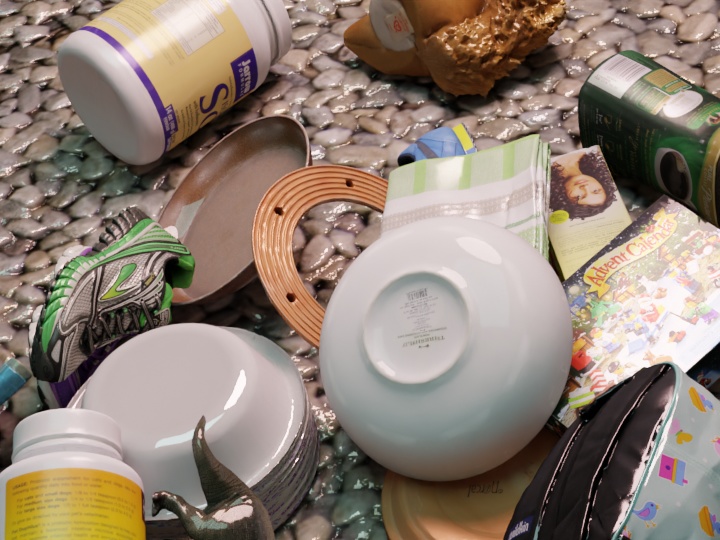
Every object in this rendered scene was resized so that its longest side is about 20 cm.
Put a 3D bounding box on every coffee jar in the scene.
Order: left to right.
[{"bbox_3d":[0.282,-0.107,1.422,0.085,0.105,0.200,-34,46,-24],"label":"coffee jar"}]

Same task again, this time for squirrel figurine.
[{"bbox_3d":[0.114,-0.265,1.648,0.186,0.142,0.200,-30,57,-33],"label":"squirrel figurine"}]

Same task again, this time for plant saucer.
[{"bbox_3d":[-0.111,-0.047,1.470,0.200,0.032,0.201,-30,38,27],"label":"plant saucer"},{"bbox_3d":[0.112,0.160,1.231,0.199,0.032,0.201,-9,41,8],"label":"plant saucer"}]

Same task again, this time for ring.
[{"bbox_3d":[0.000,0.000,1.368,0.199,0.019,0.201,16,50,-20],"label":"ring"}]

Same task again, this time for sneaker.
[{"bbox_3d":[-0.227,0.047,1.415,0.083,0.081,0.201,-3,43,10],"label":"sneaker"},{"bbox_3d":[-0.199,0.024,1.355,0.085,0.078,0.200,29,44,7],"label":"sneaker"},{"bbox_3d":[0.084,-0.053,1.452,0.078,0.066,0.201,-20,39,-2],"label":"sneaker"}]

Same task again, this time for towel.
[{"bbox_3d":[-0.332,0.143,1.286,0.200,0.022,0.147,-44,5,-12],"label":"towel"},{"bbox_3d":[0.078,-0.025,1.334,0.148,0.031,0.201,-11,45,19],"label":"towel"}]

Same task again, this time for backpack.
[{"bbox_3d":[0.182,0.168,1.082,0.153,0.176,0.201,29,52,-11],"label":"backpack"}]

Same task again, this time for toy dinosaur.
[{"bbox_3d":[-0.100,0.207,1.184,0.102,0.077,0.201,4,60,-9],"label":"toy dinosaur"}]

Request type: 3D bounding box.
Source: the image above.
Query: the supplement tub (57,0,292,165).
[{"bbox_3d":[-0.180,-0.212,1.638,0.200,0.146,0.145,-38,46,-25],"label":"supplement tub"}]

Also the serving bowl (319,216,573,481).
[{"bbox_3d":[0.053,0.049,1.226,0.199,0.066,0.201,-8,70,22],"label":"serving bowl"}]

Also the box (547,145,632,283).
[{"bbox_3d":[0.193,-0.021,1.394,0.075,0.050,0.201,-16,42,0],"label":"box"}]

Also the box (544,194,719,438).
[{"bbox_3d":[0.207,0.045,1.252,0.200,0.038,0.136,-40,47,-12],"label":"box"}]

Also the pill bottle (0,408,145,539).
[{"bbox_3d":[-0.201,0.201,1.150,0.108,0.109,0.201,-9,59,5],"label":"pill bottle"}]

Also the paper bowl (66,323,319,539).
[{"bbox_3d":[-0.137,0.121,1.291,0.199,0.105,0.201,-7,43,7],"label":"paper bowl"}]
